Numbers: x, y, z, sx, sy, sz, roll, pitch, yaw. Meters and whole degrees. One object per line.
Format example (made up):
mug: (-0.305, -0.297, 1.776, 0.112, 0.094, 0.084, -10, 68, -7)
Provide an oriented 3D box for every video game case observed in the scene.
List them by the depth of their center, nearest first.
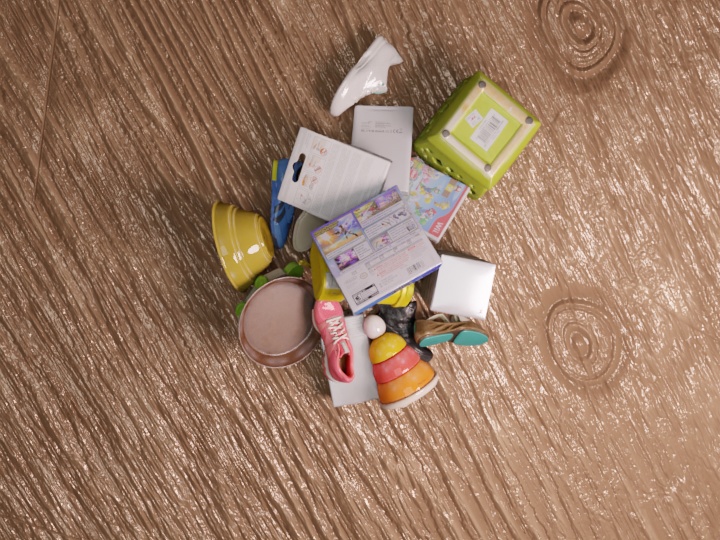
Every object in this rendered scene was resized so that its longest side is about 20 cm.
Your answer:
video game case: (0.030, -0.040, 1.115, 0.199, 0.045, 0.182, -28, 77, -4)
video game case: (0.114, -0.164, 1.223, 0.199, 0.017, 0.144, 30, 76, 13)

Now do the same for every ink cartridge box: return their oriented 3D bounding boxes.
ink cartridge box: (-0.053, -0.185, 1.178, 0.198, 0.047, 0.161, 22, 107, 2)

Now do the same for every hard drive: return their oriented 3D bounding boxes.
hard drive: (0.045, -0.261, 1.235, 0.130, 0.027, 0.202, 3, 73, 6)

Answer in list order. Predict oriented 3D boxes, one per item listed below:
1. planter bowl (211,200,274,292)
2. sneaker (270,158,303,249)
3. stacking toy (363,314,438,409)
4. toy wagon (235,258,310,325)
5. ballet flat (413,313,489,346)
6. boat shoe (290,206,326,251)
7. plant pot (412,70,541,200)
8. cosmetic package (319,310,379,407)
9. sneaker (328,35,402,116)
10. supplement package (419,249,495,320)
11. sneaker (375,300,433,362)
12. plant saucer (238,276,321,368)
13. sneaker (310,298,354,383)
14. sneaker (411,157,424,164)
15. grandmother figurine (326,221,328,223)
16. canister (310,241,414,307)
planter bowl: (-0.236, -0.060, 1.207, 0.083, 0.200, 0.203, -14, 96, 5)
sneaker: (-0.161, -0.147, 1.270, 0.078, 0.066, 0.202, 3, 96, -5)
stacking toy: (0.068, 0.185, 1.243, 0.145, 0.146, 0.201, -27, 92, 2)
toy wagon: (-0.184, 0.053, 1.254, 0.039, 0.155, 0.201, 38, 94, 31)
ballet flat: (0.203, 0.132, 1.294, 0.198, 0.068, 0.073, 1, 53, -26)
boat shoe: (-0.110, -0.141, 1.240, 0.071, 0.059, 0.202, 4, 113, -39)
plant pot: (0.247, -0.284, 1.201, 0.198, 0.182, 0.201, 38, 94, -4)
cosmetic package: (-0.027, 0.197, 1.301, 0.112, 0.081, 0.202, -9, 97, 1)
sneaker: (0.013, -0.406, 1.241, 0.088, 0.075, 0.201, 38, 92, -9)
supplement package: (0.202, 0.023, 1.223, 0.116, 0.200, 0.119, 11, 96, -2)
sneaker: (0.104, 0.114, 1.302, 0.199, 0.060, 0.105, 35, 99, -1)
plant saucer: (-0.165, 0.106, 1.202, 0.198, 0.034, 0.203, -10, 109, -29)
sneaker: (-0.045, 0.143, 1.202, 0.073, 0.087, 0.202, -17, 100, -26)
sneaker: (0.096, -0.155, 1.267, 0.072, 0.071, 0.202, 20, 96, -3)
grandmother figurine: (-0.057, -0.155, 1.275, 0.120, 0.061, 0.202, 5, 94, 13)
canister: (0.000, 0.000, 1.209, 0.198, 0.087, 0.150, 4, 54, -20)
